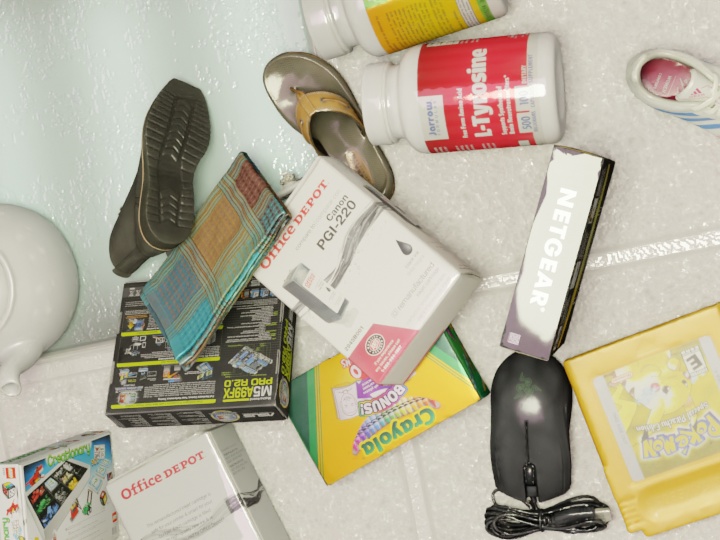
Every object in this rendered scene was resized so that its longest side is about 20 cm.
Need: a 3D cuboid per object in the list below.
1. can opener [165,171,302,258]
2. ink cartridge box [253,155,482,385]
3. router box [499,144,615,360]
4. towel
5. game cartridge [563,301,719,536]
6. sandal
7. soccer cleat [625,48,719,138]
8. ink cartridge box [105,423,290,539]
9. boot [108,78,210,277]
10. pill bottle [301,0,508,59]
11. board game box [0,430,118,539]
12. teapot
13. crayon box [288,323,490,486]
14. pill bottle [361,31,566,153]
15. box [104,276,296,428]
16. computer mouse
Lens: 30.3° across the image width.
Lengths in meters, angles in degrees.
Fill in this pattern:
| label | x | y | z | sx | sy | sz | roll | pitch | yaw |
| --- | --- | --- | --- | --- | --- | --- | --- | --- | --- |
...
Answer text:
| label | x | y | z | sx | sy | sz | roll | pitch | yaw |
| --- | --- | --- | --- | --- | --- | --- | --- | --- | --- |
| can opener | -0.122 | -0.052 | 1.457 | 0.198 | 0.053 | 0.067 | -23 | 86 | 15 |
| ink cartridge box | 0.000 | 0.000 | 1.361 | 0.200 | 0.085 | 0.146 | 40 | 101 | 19 |
| router box | 0.198 | -0.020 | 1.320 | 0.052 | 0.157 | 0.202 | 16 | 97 | 13 |
| towel | -0.156 | -0.014 | 1.391 | 0.201 | 0.022 | 0.147 | -55 | 39 | 13 |
| game cartridge | 0.324 | 0.156 | 1.361 | 0.175 | 0.032 | 0.202 | -22 | 86 | 15 |
| sandal | -0.035 | -0.151 | 1.427 | 0.081 | 0.055 | 0.201 | -32 | 85 | 14 |
| soccer cleat | 0.354 | -0.165 | 1.306 | 0.198 | 0.086 | 0.071 | 20 | 98 | 13 |
| ink cartridge box | -0.170 | 0.289 | 1.474 | 0.144 | 0.083 | 0.201 | -28 | 85 | 15 |
| boot | -0.236 | -0.101 | 1.479 | 0.077 | 0.138 | 0.202 | 22 | 60 | -25 |
| pill bottle | 0.044 | -0.287 | 1.369 | 0.198 | 0.111 | 0.112 | -16 | 89 | 15 |
| board game box | -0.328 | 0.255 | 1.455 | 0.034 | 0.200 | 0.128 | -4 | 92 | 17 |
| teapot | -0.425 | 0.014 | 1.496 | 0.198 | 0.146 | 0.199 | 16 | 97 | 14 |
| crayon box | 0.024 | 0.130 | 1.425 | 0.199 | 0.058 | 0.120 | -31 | 84 | 15 |
| pill bottle | 0.106 | -0.179 | 1.359 | 0.198 | 0.112 | 0.114 | -4 | 92 | 15 |
| box | -0.171 | 0.086 | 1.447 | 0.198 | 0.044 | 0.162 | -5 | 63 | 15 |
| computer mouse | 0.184 | 0.184 | 1.389 | 0.137 | 0.053 | 0.202 | -6 | 92 | 16 |
